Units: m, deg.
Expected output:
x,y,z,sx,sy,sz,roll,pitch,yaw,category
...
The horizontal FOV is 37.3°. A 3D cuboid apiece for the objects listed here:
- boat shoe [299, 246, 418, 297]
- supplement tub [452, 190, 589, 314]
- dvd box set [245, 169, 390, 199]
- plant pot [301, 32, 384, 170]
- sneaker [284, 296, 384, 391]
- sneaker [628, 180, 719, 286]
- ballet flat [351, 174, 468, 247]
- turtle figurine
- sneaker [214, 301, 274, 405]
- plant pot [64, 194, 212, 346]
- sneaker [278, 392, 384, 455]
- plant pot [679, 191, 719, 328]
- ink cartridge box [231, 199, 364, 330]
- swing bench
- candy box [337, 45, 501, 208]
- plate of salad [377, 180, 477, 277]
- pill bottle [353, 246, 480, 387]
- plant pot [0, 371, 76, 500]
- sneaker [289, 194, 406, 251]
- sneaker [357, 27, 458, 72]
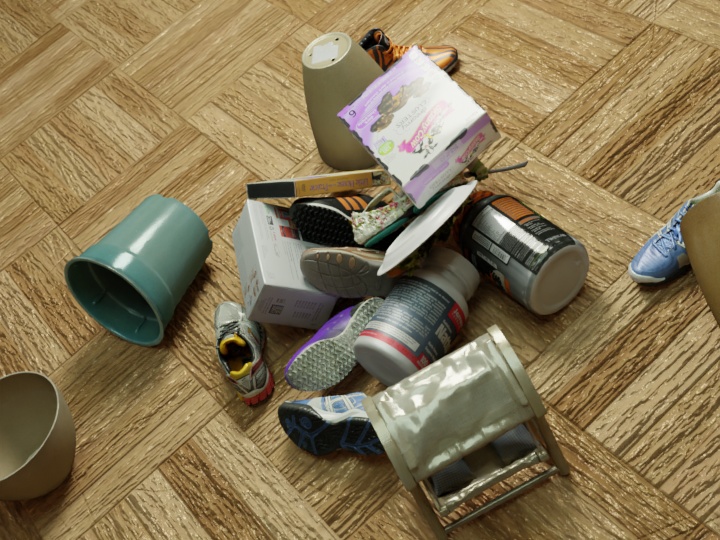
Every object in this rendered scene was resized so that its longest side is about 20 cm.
x,y,z,sx,sy,sz,roll,pitch,yaw,category
0.000,0.000,1.663,0.198,0.076,0.072,12,20,-14,boat shoe
0.231,-0.033,1.581,0.122,0.123,0.200,-39,46,-10,supplement tub
-0.070,-0.143,1.777,0.199,0.030,0.146,-11,9,-38,dvd box set
-0.025,-0.313,1.891,0.186,0.201,0.188,-13,48,15,plant pot
-0.045,0.117,1.613,0.200,0.070,0.099,-37,13,-30,sneaker
0.459,-0.056,1.522,0.200,0.077,0.076,-39,48,-7,sneaker
0.069,-0.108,1.655,0.199,0.076,0.064,-30,79,7,ballet flat
0.154,-0.156,1.737,0.194,0.199,0.144,-52,52,11,turtle figurine
-0.190,0.115,1.687,0.077,0.082,0.201,-29,45,0,sneaker
-0.364,-0.013,1.815,0.199,0.201,0.197,9,49,32,plant pot
-0.029,0.216,1.532,0.199,0.076,0.077,5,28,31,sneaker
0.521,0.017,1.376,0.185,0.187,0.202,-10,61,18,plant pot
-0.103,-0.006,1.724,0.174,0.084,0.201,10,40,-25,ink cartridge box
0.136,0.210,1.364,0.198,0.201,0.130,-29,45,0,swing bench
0.087,-0.221,1.628,0.168,0.072,0.200,-41,53,2,candy box
0.103,-0.056,1.561,0.200,0.048,0.200,-44,5,4,plate of salad
0.089,0.069,1.565,0.119,0.120,0.201,19,62,36,pill bottle
-0.525,0.280,1.670,0.199,0.135,0.201,-14,47,15,plant pot
-0.023,-0.091,1.745,0.198,0.070,0.090,11,38,-15,sneaker
0.076,-0.397,1.975,0.198,0.112,0.078,-15,47,14,sneaker
